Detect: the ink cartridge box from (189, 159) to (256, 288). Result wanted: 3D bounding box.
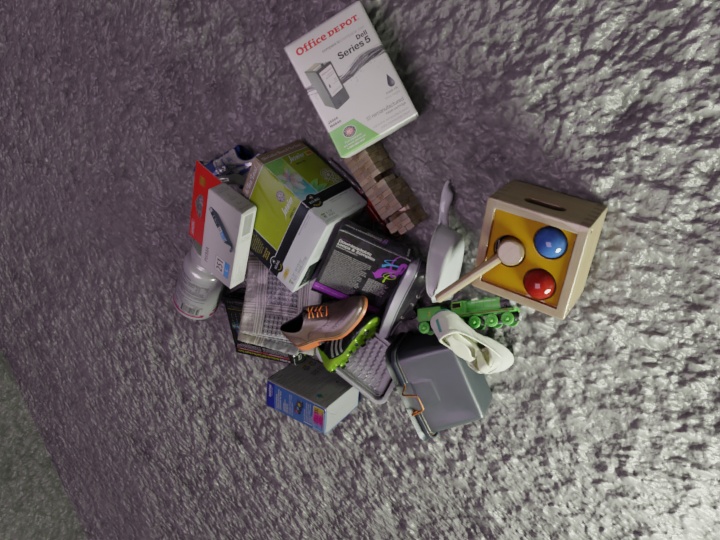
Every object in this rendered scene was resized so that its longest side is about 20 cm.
[{"bbox_3d":[-0.293,-0.089,1.231,0.176,0.045,0.201,37,134,19],"label":"ink cartridge box"}]

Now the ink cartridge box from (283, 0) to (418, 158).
[{"bbox_3d":[-0.013,-0.308,1.016,0.145,0.084,0.201,-28,95,11],"label":"ink cartridge box"}]

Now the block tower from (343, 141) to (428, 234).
[{"bbox_3d":[0.038,-0.160,1.110,0.054,0.058,0.201,-32,90,41],"label":"block tower"}]

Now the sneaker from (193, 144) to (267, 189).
[{"bbox_3d":[-0.267,-0.224,1.307,0.199,0.075,0.089,12,108,25],"label":"sneaker"}]

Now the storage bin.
[{"bbox_3d":[0.153,0.209,1.167,0.134,0.145,0.201,-20,100,31],"label":"storage bin"}]

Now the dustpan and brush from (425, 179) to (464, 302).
[{"bbox_3d":[0.145,-0.052,1.061,0.057,0.139,0.201,18,98,23],"label":"dustpan and brush"}]

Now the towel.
[{"bbox_3d":[-0.171,0.075,1.325,0.191,0.035,0.202,9,93,17],"label":"towel"}]

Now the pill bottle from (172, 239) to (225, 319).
[{"bbox_3d":[-0.372,0.014,1.469,0.113,0.113,0.200,41,130,12],"label":"pill bottle"}]

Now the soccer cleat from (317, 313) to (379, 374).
[{"bbox_3d":[-0.031,0.134,1.253,0.081,0.067,0.200,56,134,17],"label":"soccer cleat"}]

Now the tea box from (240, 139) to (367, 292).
[{"bbox_3d":[-0.127,-0.106,1.203,0.197,0.133,0.200,43,134,11],"label":"tea box"}]

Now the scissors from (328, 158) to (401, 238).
[{"bbox_3d":[0.013,-0.142,1.169,0.073,0.014,0.201,-30,92,45],"label":"scissors"}]

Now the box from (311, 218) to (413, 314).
[{"bbox_3d":[0.000,0.000,1.176,0.142,0.036,0.200,24,141,-5],"label":"box"}]

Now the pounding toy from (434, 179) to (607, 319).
[{"bbox_3d":[0.245,-0.023,0.964,0.199,0.142,0.185,22,123,27],"label":"pounding toy"}]

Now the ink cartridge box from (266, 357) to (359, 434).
[{"bbox_3d":[-0.119,0.270,1.393,0.199,0.136,0.077,21,119,27],"label":"ink cartridge box"}]

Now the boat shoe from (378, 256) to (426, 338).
[{"bbox_3d":[0.091,0.061,1.182,0.066,0.070,0.201,21,123,-2],"label":"boat shoe"}]

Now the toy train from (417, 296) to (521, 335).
[{"bbox_3d":[0.192,0.080,1.113,0.199,0.042,0.057,-10,74,31],"label":"toy train"}]

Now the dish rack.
[{"bbox_3d":[0.004,0.173,1.314,0.200,0.043,0.172,36,129,17],"label":"dish rack"}]

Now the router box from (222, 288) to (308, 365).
[{"bbox_3d":[-0.220,0.129,1.446,0.199,0.062,0.151,6,115,35],"label":"router box"}]

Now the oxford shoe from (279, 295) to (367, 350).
[{"bbox_3d":[-0.073,0.097,1.212,0.199,0.071,0.072,-31,131,27],"label":"oxford shoe"}]

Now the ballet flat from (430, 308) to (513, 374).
[{"bbox_3d":[0.197,0.141,1.075,0.200,0.070,0.069,36,139,-27],"label":"ballet flat"}]
